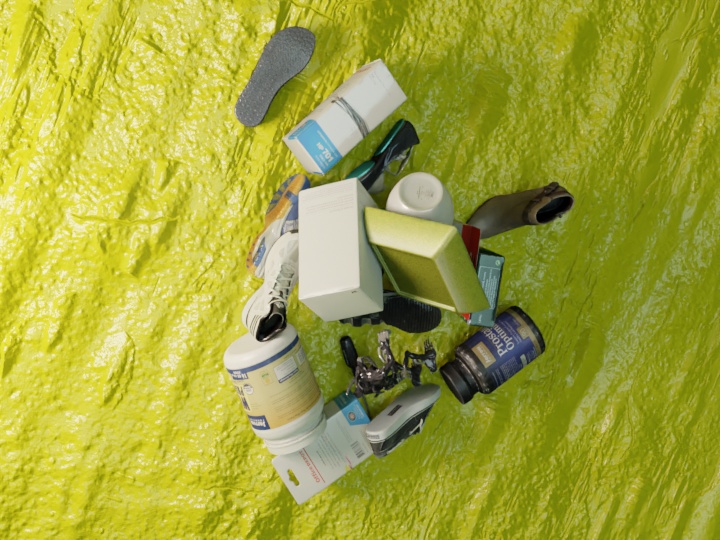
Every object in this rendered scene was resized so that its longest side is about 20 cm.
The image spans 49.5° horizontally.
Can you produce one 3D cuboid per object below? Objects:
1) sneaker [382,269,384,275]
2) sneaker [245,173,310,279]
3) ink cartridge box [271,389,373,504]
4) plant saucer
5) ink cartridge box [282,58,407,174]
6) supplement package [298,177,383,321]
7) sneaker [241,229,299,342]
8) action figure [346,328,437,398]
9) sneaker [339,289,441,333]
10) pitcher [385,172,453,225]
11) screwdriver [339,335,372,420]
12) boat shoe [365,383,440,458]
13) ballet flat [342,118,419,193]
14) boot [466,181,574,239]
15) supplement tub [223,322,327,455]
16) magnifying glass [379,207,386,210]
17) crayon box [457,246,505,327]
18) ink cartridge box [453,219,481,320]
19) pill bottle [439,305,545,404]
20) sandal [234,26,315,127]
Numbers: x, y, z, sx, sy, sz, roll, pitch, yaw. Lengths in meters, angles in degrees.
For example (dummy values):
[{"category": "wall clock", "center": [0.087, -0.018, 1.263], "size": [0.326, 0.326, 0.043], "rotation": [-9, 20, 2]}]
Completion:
[{"category": "sneaker", "center": [0.000, 0.000, 1.457], "size": [0.199, 0.080, 0.087], "rotation": [-38, 108, -5]}, {"category": "sneaker", "center": [-0.131, -0.075, 1.419], "size": [0.087, 0.075, 0.203], "rotation": [24, 100, -27]}, {"category": "ink cartridge box", "center": [-0.068, 0.337, 1.497], "size": [0.198, 0.068, 0.117], "rotation": [-33, 107, -9]}, {"category": "plant saucer", "center": [0.100, -0.005, 1.306], "size": [0.048, 0.197, 0.201], "rotation": [-52, 135, -23]}, {"category": "ink cartridge box", "center": [-0.031, -0.266, 1.368], "size": [0.199, 0.146, 0.086], "rotation": [-41, 106, -6]}, {"category": "supplement package", "center": [-0.034, -0.034, 1.345], "size": [0.114, 0.117, 0.205], "rotation": [-11, 64, 18]}, {"category": "sneaker", "center": [-0.132, 0.035, 1.352], "size": [0.075, 0.115, 0.204], "rotation": [23, 99, -29]}, {"category": "action figure", "center": [0.046, 0.180, 1.471], "size": [0.197, 0.104, 0.119], "rotation": [-4, 146, -39]}, {"category": "sneaker", "center": [0.055, 0.065, 1.463], "size": [0.194, 0.089, 0.076], "rotation": [7, 108, 2]}, {"category": "pitcher", "center": [0.107, -0.100, 1.396], "size": [0.118, 0.202, 0.175], "rotation": [4, 59, 5]}, {"category": "screwdriver", "center": [-0.006, 0.221, 1.524], "size": [0.028, 0.028, 0.205], "rotation": [-7, 110, 16]}, {"category": "boat shoe", "center": [0.090, 0.289, 1.505], "size": [0.198, 0.072, 0.070], "rotation": [-34, 115, -44]}, {"category": "ballet flat", "center": [0.037, -0.189, 1.443], "size": [0.073, 0.073, 0.200], "rotation": [45, 83, -17]}, {"category": "boot", "center": [0.305, -0.108, 1.488], "size": [0.197, 0.146, 0.071], "rotation": [-32, 108, -8]}, {"category": "supplement tub", "center": [-0.150, 0.213, 1.414], "size": [0.142, 0.144, 0.204], "rotation": [-24, 104, -10]}, {"category": "magnifying glass", "center": [-0.025, -0.055, 1.450], "size": [0.197, 0.080, 0.023], "rotation": [-31, 110, 2]}, {"category": "crayon box", "center": [0.209, 0.022, 1.459], "size": [0.050, 0.200, 0.129], "rotation": [7, 97, -7]}, {"category": "ink cartridge box", "center": [0.164, -0.007, 1.436], "size": [0.049, 0.200, 0.167], "rotation": [6, 98, -7]}, {"category": "pill bottle", "center": [0.257, 0.170, 1.538], "size": [0.198, 0.112, 0.113], "rotation": [-35, 106, -8]}, {"category": "sandal", "center": [-0.156, -0.347, 1.381], "size": [0.076, 0.043, 0.201], "rotation": [39, 97, -10]}]
